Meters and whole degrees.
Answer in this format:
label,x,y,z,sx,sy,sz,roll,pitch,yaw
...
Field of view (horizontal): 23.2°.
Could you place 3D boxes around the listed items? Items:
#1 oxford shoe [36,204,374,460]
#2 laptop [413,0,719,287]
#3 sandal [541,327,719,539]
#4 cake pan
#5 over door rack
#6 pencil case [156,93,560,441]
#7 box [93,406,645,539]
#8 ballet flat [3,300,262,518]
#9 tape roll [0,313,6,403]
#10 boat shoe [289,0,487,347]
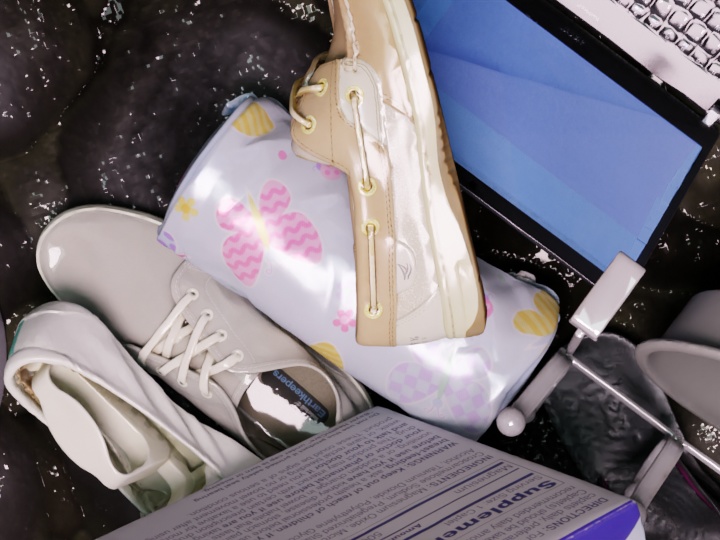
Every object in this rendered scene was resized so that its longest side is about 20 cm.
label,x,y,z,sx,sy,sz,roll,pitch,yaw
oxford shoe,-0.078,0.035,0.882,0.199,0.058,0.075,37,107,1
laptop,0.113,-0.126,0.801,0.177,0.103,0.200,36,113,-2
sandal,0.153,0.124,0.877,0.075,0.048,0.201,-33,96,11
cake pan,0.221,0.066,0.792,0.199,0.200,0.037,28,81,0
over door rack,0.137,0.080,0.759,0.147,0.200,0.067,36,77,7
pencil case,0.000,0.000,0.852,0.199,0.083,0.091,34,94,-1
box,-0.001,0.155,0.756,0.183,0.199,0.106,-23,109,-28
ballet flat,-0.098,0.099,0.853,0.200,0.069,0.069,44,103,-5
tape roll,-0.287,0.047,0.904,0.198,0.066,0.202,1,102,7
boat shoe,0.002,-0.061,0.754,0.066,0.074,0.202,-15,97,1
